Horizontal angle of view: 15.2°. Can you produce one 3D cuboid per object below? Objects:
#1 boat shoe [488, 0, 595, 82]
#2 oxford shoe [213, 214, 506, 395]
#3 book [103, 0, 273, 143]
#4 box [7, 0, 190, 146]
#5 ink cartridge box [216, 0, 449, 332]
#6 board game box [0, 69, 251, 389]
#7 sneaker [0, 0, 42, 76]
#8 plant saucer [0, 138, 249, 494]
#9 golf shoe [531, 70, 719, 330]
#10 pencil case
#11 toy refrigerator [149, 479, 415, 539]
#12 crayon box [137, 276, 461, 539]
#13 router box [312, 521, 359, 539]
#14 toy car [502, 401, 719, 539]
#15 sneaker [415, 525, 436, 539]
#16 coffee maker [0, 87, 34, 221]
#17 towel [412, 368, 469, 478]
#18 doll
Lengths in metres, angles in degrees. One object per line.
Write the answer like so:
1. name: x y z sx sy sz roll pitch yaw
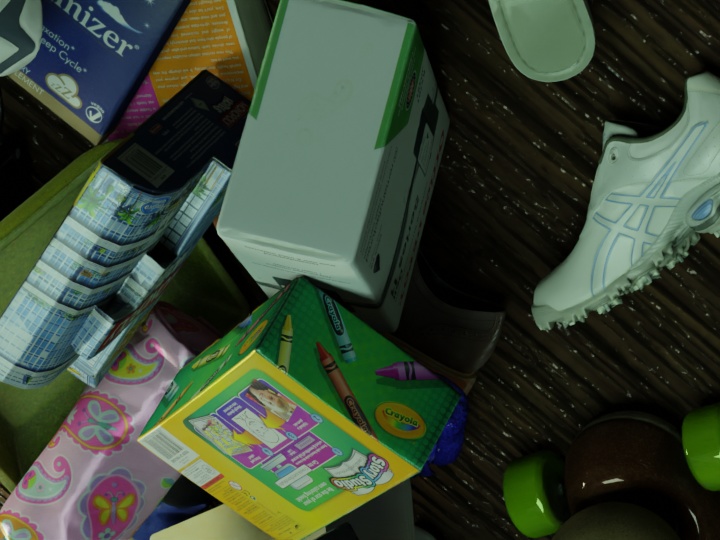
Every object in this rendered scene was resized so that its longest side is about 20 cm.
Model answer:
1. boat shoe: 0.089 -0.208 1.532 0.071 0.061 0.202 -9 120 11
2. oxford shoe: 0.000 0.000 1.713 0.199 0.071 0.073 31 108 -7
3. book: -0.120 -0.141 1.667 0.133 0.048 0.201 -4 120 25
4. box: -0.161 -0.180 1.619 0.121 0.032 0.200 38 130 2
5. ink cartridge box: -0.011 -0.057 1.563 0.082 0.148 0.200 13 170 10
6. board game box: -0.147 0.000 1.590 0.062 0.200 0.200 35 114 1
7. sneaker: -0.265 -0.210 1.573 0.079 0.129 0.201 -17 78 53
8. plant saucer: -0.192 0.024 1.717 0.048 0.199 0.200 44 171 40
9. golf shoe: 0.167 -0.043 1.622 0.200 0.078 0.097 -38 87 29
10. pencil case: -0.156 0.118 1.728 0.087 0.087 0.200 35 101 -5
11. toy refrigerator: -0.055 0.183 1.787 0.076 0.071 0.200 11 156 -36
12. crayon box: -0.039 0.087 1.585 0.118 0.058 0.200 36 150 -10
13. router box: -0.044 0.261 1.700 0.149 0.062 0.200 -27 144 -7
14. toy car: 0.170 0.200 1.689 0.163 0.200 0.158 -18 115 30
15. sneaker: 0.041 0.237 1.825 0.199 0.100 0.075 30 134 0
16. coffee maker: -0.323 -0.044 1.771 0.198 0.135 0.194 7 100 14
17. towel: -0.004 0.083 1.700 0.147 0.050 0.200 23 169 4
18. doll: -0.125 0.134 1.819 0.136 0.049 0.200 19 142 -29
